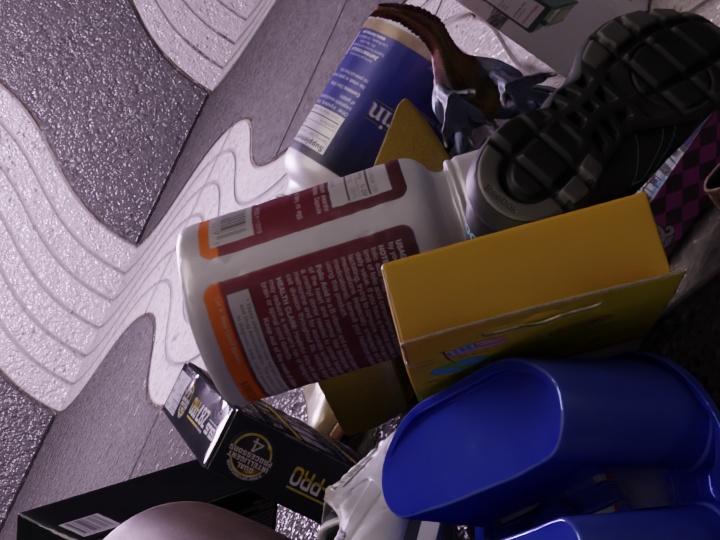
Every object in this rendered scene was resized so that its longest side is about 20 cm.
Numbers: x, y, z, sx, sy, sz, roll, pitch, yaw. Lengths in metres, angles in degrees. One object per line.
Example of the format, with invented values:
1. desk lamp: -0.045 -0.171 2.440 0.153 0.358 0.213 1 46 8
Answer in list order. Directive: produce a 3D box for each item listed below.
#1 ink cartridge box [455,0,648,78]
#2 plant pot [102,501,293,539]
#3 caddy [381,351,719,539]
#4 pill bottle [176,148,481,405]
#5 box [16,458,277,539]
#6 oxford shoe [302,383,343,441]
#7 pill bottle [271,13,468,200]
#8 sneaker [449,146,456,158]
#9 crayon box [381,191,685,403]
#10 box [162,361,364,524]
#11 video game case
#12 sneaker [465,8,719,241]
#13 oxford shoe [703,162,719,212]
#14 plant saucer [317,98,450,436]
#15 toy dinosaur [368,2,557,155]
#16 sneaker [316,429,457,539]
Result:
1. ink cartridge box: 0.120 -0.258 0.931 0.084 0.199 0.147 -37 29 48
2. plant pot: -0.062 0.245 0.773 0.199 0.186 0.188 -7 55 51
3. caddy: 0.094 0.118 0.594 0.200 0.104 0.143 -37 53 55
4. pill bottle: 0.000 0.000 0.754 0.198 0.115 0.114 -17 26 3
5. box: -0.155 0.230 0.924 0.078 0.199 0.143 11 101 35
6. oxford shoe: -0.041 0.083 1.091 0.071 0.073 0.200 -55 18 22
7. pill bottle: 0.009 -0.101 1.023 0.201 0.115 0.116 -58 17 1
8. sneaker: 0.038 -0.108 1.102 0.201 0.099 0.075 -61 0 0
9. crayon box: 0.080 0.019 0.612 0.200 0.126 0.051 70 -175 -76
10. box: -0.050 0.132 0.893 0.049 0.160 0.200 -63 18 -4
11. video game case: 0.147 -0.041 0.790 0.201 0.036 0.182 -58 17 15
12. sneaker: 0.123 -0.070 0.660 0.199 0.075 0.079 -35 -22 -25
13. oxford shoe: 0.232 -0.099 0.565 0.201 0.073 0.071 -60 16 8
14. plant saucer: 0.030 0.010 0.921 0.200 0.048 0.201 70 -142 -65
15. toy dinosaur: 0.095 -0.137 0.914 0.104 0.201 0.182 -31 16 7
16. sneaker: 0.018 0.136 0.751 0.200 0.080 0.077 -60 -34 -68
